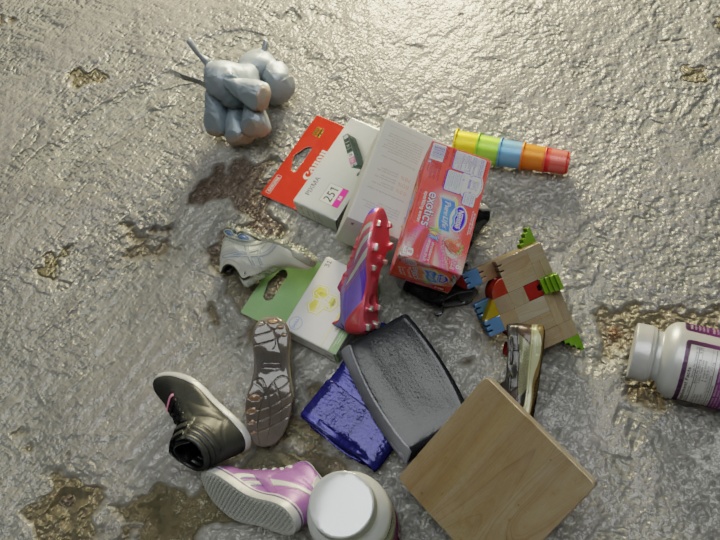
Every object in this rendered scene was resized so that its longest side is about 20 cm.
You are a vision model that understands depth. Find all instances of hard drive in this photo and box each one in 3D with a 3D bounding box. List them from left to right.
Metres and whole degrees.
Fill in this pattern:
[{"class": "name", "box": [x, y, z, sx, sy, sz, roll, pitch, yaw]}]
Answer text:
[{"class": "hard drive", "box": [0.068, 0.169, 1.281, 0.134, 0.042, 0.200, -28, 67, -8]}]

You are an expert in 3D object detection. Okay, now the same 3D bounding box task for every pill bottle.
[{"class": "pill bottle", "box": [-0.010, 0.335, 1.155, 0.112, 0.200, 0.113, -4, 62, 8]}, {"class": "pill bottle", "box": [0.489, 0.137, 1.231, 0.199, 0.112, 0.113, 13, 66, 16]}]

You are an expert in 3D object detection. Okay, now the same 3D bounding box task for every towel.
[{"class": "towel", "box": [0.023, 0.192, 1.324, 0.147, 0.050, 0.200, 35, 73, 16]}]

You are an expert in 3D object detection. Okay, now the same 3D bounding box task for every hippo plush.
[{"class": "hippo plush", "box": [-0.215, -0.336, 1.608, 0.200, 0.160, 0.161, 36, 42, 9]}]

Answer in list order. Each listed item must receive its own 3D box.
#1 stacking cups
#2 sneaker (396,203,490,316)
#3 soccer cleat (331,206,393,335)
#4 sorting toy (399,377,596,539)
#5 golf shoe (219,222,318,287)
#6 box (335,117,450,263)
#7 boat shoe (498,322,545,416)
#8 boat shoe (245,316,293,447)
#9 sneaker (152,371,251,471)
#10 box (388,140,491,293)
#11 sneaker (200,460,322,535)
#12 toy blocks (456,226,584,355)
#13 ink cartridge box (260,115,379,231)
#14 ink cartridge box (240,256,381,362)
[{"class": "stacking cups", "box": [0.259, -0.203, 1.482, 0.199, 0.061, 0.061, 9, 65, 11]}, {"class": "sneaker", "box": [0.161, -0.013, 1.392, 0.200, 0.076, 0.114, -42, 69, -11]}, {"class": "soccer cleat", "box": [0.000, 0.000, 1.331, 0.076, 0.067, 0.201, 9, 95, 27]}, {"class": "sorting toy", "box": [0.192, 0.286, 1.194, 0.199, 0.070, 0.200, 45, 107, 22]}, {"class": "golf shoe", "box": [-0.156, -0.013, 1.440, 0.199, 0.078, 0.098, 15, 85, 38]}, {"class": "box", "box": [0.055, -0.129, 1.431, 0.124, 0.098, 0.201, 23, 67, -6]}, {"class": "boat shoe", "box": [0.227, 0.175, 1.263, 0.065, 0.073, 0.201, 9, 82, 15]}, {"class": "boat shoe", "box": [-0.135, 0.173, 1.346, 0.074, 0.073, 0.201, 6, 84, 4]}, {"class": "sneaker", "box": [-0.270, 0.228, 1.316, 0.200, 0.071, 0.099, 33, 34, 24]}, {"class": "box", "box": [0.122, -0.081, 1.322, 0.102, 0.095, 0.201, 17, 69, -2]}, {"class": "sneaker", "box": [-0.136, 0.320, 1.280, 0.200, 0.073, 0.114, 13, 32, 33]}, {"class": "toy blocks", "box": [0.235, 0.053, 1.313, 0.136, 0.100, 0.201, -24, 93, -3]}, {"class": "ink cartridge box", "box": [-0.061, -0.188, 1.536, 0.173, 0.044, 0.200, 26, 70, 20]}, {"class": "ink cartridge box", "box": [-0.086, 0.044, 1.418, 0.199, 0.048, 0.146, 25, 70, 18]}]
